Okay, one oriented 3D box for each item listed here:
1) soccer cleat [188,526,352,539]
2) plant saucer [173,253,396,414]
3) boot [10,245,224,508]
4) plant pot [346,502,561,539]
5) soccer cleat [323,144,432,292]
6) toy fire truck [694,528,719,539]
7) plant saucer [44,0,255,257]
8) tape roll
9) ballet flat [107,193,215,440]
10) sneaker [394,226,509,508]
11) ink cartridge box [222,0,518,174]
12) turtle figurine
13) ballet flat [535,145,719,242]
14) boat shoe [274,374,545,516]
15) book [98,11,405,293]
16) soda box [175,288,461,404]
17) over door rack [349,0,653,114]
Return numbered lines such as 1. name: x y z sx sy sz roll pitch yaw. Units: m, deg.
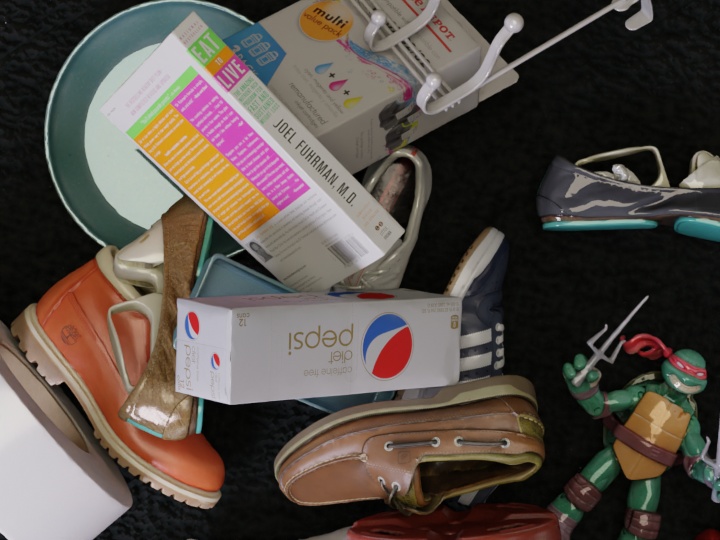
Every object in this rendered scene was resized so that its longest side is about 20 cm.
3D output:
1. soccer cleat: -0.087 0.224 1.356 0.199 0.069 0.086 -28 91 3
2. plant saucer: -0.046 0.051 1.307 0.199 0.019 0.070 26 88 -39
3. boot: -0.153 0.078 1.356 0.107 0.075 0.200 -42 88 11
4. plant pot: 0.070 0.268 1.285 0.198 0.201 0.198 -3 92 -1
5. soccer cleat: 0.000 0.000 1.367 0.068 0.085 0.202 24 86 1
6. toy fire truck: 0.308 0.205 1.315 0.112 0.168 0.201 33 87 1
7. plant saucer: -0.136 -0.101 1.397 0.198 0.036 0.202 0 87 -1
8. tape roll: -0.248 0.108 1.302 0.071 0.202 0.203 -40 87 -2
9. ballet flat: -0.141 0.023 1.310 0.071 0.068 0.202 6 63 -7
10. sneaker: 0.092 0.077 1.369 0.108 0.070 0.202 24 93 6
11. ink cartridge box: 0.008 -0.149 1.341 0.199 0.068 0.115 -30 60 -19
12. turtle figurine: 0.208 0.127 1.355 0.149 0.101 0.202 28 102 16
13. ballet flat: 0.230 -0.057 1.382 0.198 0.073 0.074 5 86 2
14. boat shoe: 0.031 0.132 1.298 0.198 0.072 0.069 -20 52 16
15. book: -0.074 -0.072 1.267 0.200 0.133 0.048 46 62 -9
16. soda box: -0.026 0.049 1.262 0.199 0.068 0.064 -3 97 -38
17. over door rack: 0.087 -0.205 1.301 0.199 0.067 0.148 -25 59 -22
